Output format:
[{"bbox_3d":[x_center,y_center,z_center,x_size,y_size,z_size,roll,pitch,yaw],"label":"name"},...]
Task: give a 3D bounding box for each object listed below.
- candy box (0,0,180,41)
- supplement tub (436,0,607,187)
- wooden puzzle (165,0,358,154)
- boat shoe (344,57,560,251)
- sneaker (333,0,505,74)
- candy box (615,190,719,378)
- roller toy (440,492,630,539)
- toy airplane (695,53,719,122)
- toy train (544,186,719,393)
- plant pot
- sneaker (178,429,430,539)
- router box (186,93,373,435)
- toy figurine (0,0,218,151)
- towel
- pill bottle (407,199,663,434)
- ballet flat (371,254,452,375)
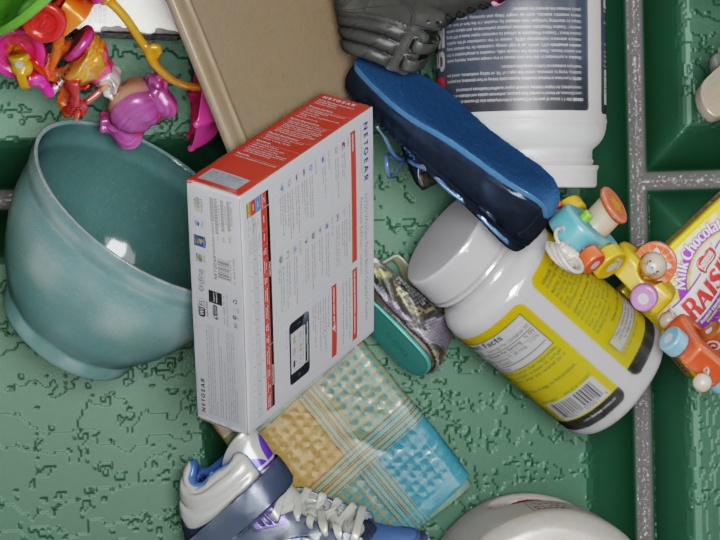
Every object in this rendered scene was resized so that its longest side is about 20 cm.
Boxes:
[{"bbox_3d":[-0.238,-0.256,1.565,0.198,0.061,0.138,1,93,-10],"label":"candy box"},{"bbox_3d":[0.130,-0.168,1.588,0.139,0.140,0.202,-1,92,-9],"label":"supplement tub"},{"bbox_3d":[-0.070,-0.177,1.500,0.185,0.037,0.202,-40,120,-44],"label":"wooden puzzle"},{"bbox_3d":[0.058,-0.087,1.513,0.200,0.084,0.069,43,127,22],"label":"boat shoe"},{"bbox_3d":[0.068,-0.200,1.508,0.198,0.071,0.100,6,108,19],"label":"sneaker"},{"bbox_3d":[0.323,-0.012,1.683,0.200,0.026,0.102,-43,94,-6],"label":"candy box"},{"bbox_3d":[0.146,0.278,1.607,0.182,0.140,0.200,-44,97,-6],"label":"roller toy"},{"bbox_3d":[0.373,-0.190,1.643,0.198,0.142,0.201,4,54,-1],"label":"toy airplane"},{"bbox_3d":[0.228,0.006,1.571,0.200,0.151,0.056,39,107,-22],"label":"toy train"},{"bbox_3d":[-0.198,-0.001,1.530,0.199,0.201,0.135,34,114,-9],"label":"plant pot"},{"bbox_3d":[-0.050,0.191,1.576,0.198,0.081,0.148,-11,106,15],"label":"sneaker"},{"bbox_3d":[-0.056,-0.006,1.477,0.049,0.179,0.202,16,122,28],"label":"router box"},{"bbox_3d":[-0.187,-0.159,1.501,0.199,0.151,0.184,-36,114,21],"label":"toy figurine"},{"bbox_3d":[-0.021,0.144,1.628,0.146,0.022,0.200,-38,96,2],"label":"towel"},{"bbox_3d":[0.141,0.032,1.597,0.200,0.114,0.115,40,86,-18],"label":"pill bottle"},{"bbox_3d":[0.000,0.000,1.619,0.200,0.072,0.072,43,85,-8],"label":"ballet flat"}]
